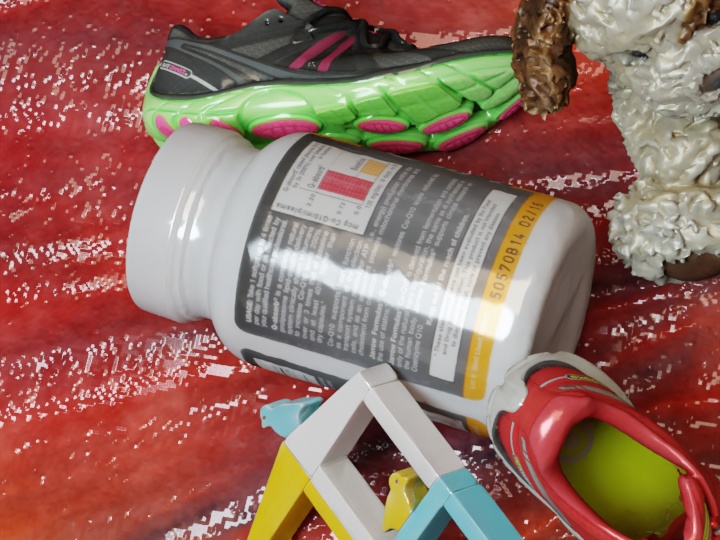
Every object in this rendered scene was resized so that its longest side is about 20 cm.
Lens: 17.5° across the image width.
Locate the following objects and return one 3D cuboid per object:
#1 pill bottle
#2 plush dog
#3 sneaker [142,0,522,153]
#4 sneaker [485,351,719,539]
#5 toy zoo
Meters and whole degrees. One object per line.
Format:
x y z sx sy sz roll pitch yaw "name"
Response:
0.000 0.000 1.090 0.200 0.116 0.117 17 74 17 "pill bottle"
0.164 -0.112 1.057 0.200 0.172 0.161 -29 51 25 "plush dog"
-0.011 -0.102 1.153 0.200 0.077 0.084 -2 68 8 "sneaker"
0.135 0.116 1.002 0.200 0.085 0.077 37 91 -14 "sneaker"
0.017 0.135 1.041 0.020 0.131 0.200 -15 58 -42 "toy zoo"
